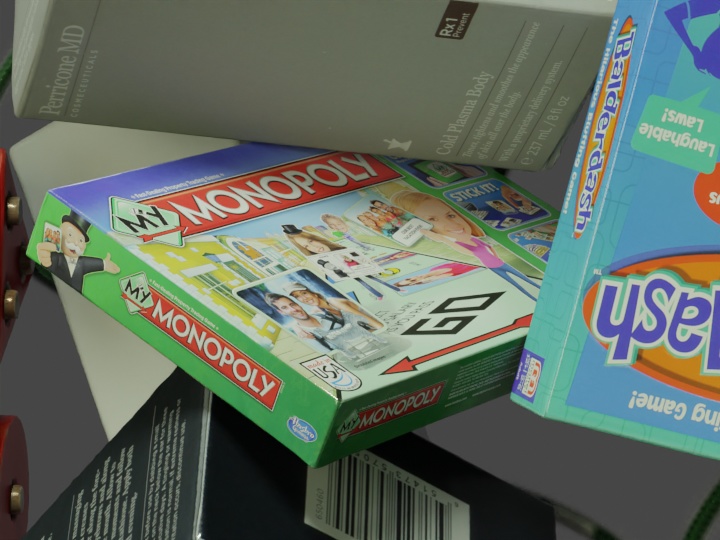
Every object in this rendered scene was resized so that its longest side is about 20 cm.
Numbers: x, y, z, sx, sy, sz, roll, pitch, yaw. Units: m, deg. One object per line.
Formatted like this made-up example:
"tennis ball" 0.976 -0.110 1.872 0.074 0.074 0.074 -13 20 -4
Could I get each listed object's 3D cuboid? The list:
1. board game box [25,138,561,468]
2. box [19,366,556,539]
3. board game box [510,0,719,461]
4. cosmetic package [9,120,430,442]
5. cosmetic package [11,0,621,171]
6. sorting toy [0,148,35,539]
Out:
"board game box" 0.000 0.000 1.022 0.135 0.200 0.029 35 120 26
"box" -0.047 0.144 1.023 0.200 0.148 0.107 -47 25 33
"board game box" 0.150 -0.032 0.983 0.152 0.045 0.200 13 94 -14
"cosmetic package" -0.049 0.023 1.119 0.102 0.074 0.200 -27 72 24
"cosmetic package" -0.018 -0.103 1.028 0.200 0.107 0.090 2 60 -13
"sorting toy" -0.170 0.038 1.124 0.070 0.199 0.200 1 88 4
